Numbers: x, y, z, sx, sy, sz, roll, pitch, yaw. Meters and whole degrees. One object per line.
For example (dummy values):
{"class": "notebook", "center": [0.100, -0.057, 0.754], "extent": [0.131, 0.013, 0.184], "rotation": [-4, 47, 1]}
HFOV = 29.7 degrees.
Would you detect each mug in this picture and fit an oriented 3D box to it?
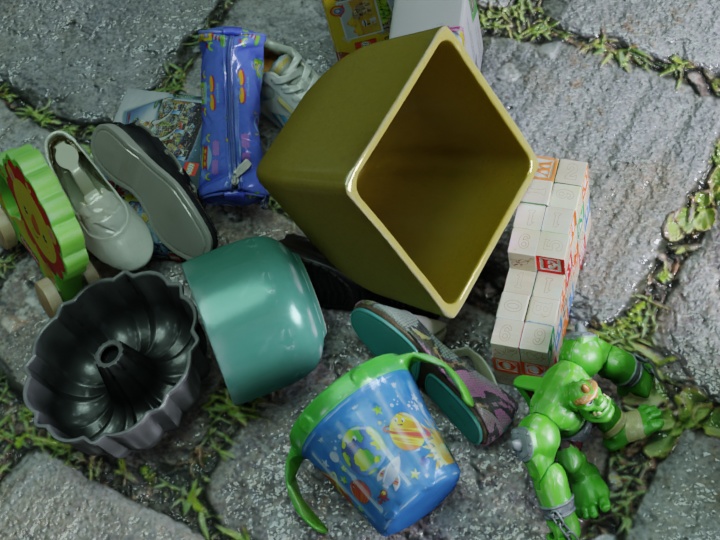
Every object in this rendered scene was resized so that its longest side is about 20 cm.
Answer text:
{"class": "mug", "center": [-0.106, 0.032, 1.369], "extent": [0.113, 0.153, 0.186], "rotation": [-20, 57, -6]}

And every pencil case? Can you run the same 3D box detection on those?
{"class": "pencil case", "center": [-0.140, -0.168, 1.490], "extent": [0.077, 0.087, 0.203], "rotation": [-1, 90, -10]}

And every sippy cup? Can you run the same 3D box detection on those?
{"class": "sippy cup", "center": [0.022, 0.171, 1.280], "extent": [0.139, 0.179, 0.131], "rotation": [-17, 60, -45]}

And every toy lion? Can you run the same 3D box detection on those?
{"class": "toy lion", "center": [-0.341, -0.059, 1.438], "extent": [0.068, 0.193, 0.200], "rotation": [-27, 53, -22]}

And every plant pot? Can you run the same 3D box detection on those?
{"class": "plant pot", "center": [0.016, -0.097, 1.319], "extent": [0.199, 0.196, 0.195], "rotation": [7, 57, 47]}

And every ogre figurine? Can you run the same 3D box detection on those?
{"class": "ogre figurine", "center": [0.202, 0.142, 1.258], "extent": [0.200, 0.120, 0.098], "rotation": [-48, 26, -8]}

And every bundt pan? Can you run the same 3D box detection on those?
{"class": "bundt pan", "center": [-0.239, 0.103, 1.386], "extent": [0.199, 0.076, 0.204], "rotation": [-13, 52, 17]}

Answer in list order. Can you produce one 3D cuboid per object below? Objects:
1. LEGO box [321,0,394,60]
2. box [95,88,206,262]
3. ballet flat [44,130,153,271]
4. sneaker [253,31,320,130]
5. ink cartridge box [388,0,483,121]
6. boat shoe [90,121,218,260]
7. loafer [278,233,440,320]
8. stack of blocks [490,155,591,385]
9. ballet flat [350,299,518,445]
{"class": "LEGO box", "center": [0.023, -0.342, 1.538], "extent": [0.147, 0.201, 0.078], "rotation": [-13, 57, 3]}
{"class": "box", "center": [-0.234, -0.111, 1.548], "extent": [0.135, 0.038, 0.202], "rotation": [9, 62, 16]}
{"class": "ballet flat", "center": [-0.295, -0.080, 1.480], "extent": [0.069, 0.070, 0.200], "rotation": [-33, 59, -10]}
{"class": "sneaker", "center": [-0.070, -0.198, 1.542], "extent": [0.199, 0.081, 0.077], "rotation": [34, 69, 25]}
{"class": "ink cartridge box", "center": [0.079, -0.210, 1.480], "extent": [0.083, 0.145, 0.202], "rotation": [2, 60, 13]}
{"class": "boat shoe", "center": [-0.212, -0.089, 1.471], "extent": [0.200, 0.074, 0.060], "rotation": [43, 37, 22]}
{"class": "loafer", "center": [0.000, 0.000, 1.423], "extent": [0.197, 0.073, 0.072], "rotation": [17, 54, 15]}
{"class": "stack of blocks", "center": [0.180, 0.003, 1.350], "extent": [0.058, 0.116, 0.202], "rotation": [9, 62, 17]}
{"class": "ballet flat", "center": [0.077, 0.091, 1.355], "extent": [0.071, 0.070, 0.200], "rotation": [-33, 61, -31]}
